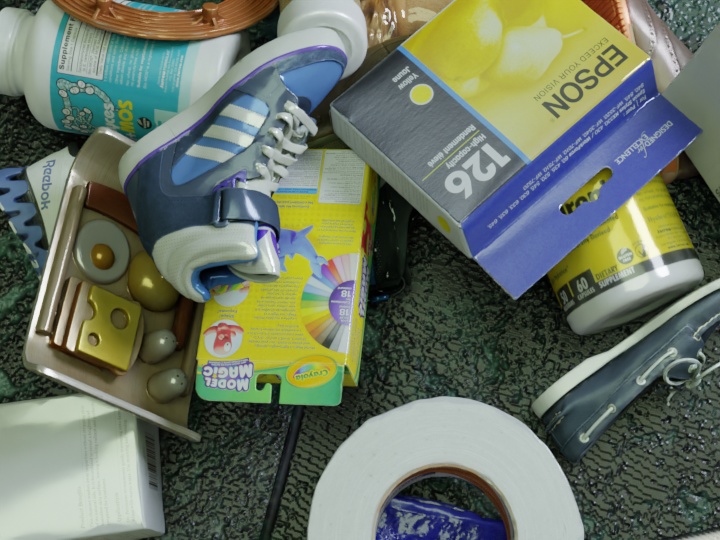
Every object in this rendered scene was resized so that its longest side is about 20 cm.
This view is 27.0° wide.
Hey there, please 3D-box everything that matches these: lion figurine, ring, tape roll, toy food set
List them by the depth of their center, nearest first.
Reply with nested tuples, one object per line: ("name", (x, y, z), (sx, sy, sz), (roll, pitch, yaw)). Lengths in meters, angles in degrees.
("tape roll", (0.060, 0.196, 1.083), (0.197, 0.066, 0.203), (0, 77, 1))
("toy food set", (-0.160, 0.011, 1.118), (0.143, 0.060, 0.202), (27, 58, -31))
("ring", (-0.157, -0.244, 1.202), (0.197, 0.019, 0.202), (4, 39, -3))
("lion figurine", (0.067, -0.203, 1.209), (0.197, 0.073, 0.124), (2, 63, 12))

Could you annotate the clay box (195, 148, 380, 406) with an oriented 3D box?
("clay box", (-0.052, 0.008, 1.108), (0.113, 0.048, 0.203), (2, 67, 13))

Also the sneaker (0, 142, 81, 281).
("sneaker", (-0.202, -0.025, 1.186), (0.114, 0.081, 0.201), (-32, 76, -2))

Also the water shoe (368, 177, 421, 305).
("water shoe", (0.000, 0.000, 1.172), (0.078, 0.072, 0.201), (30, 82, 5))

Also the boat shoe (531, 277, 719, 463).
("boat shoe", (0.225, 0.070, 1.140), (0.199, 0.075, 0.062), (-34, 76, -3))

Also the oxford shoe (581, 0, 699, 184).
("oxford shoe", (0.232, -0.167, 1.204), (0.072, 0.071, 0.203), (-13, 83, -17))

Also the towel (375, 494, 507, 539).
("towel", (0.027, 0.270, 1.121), (0.146, 0.050, 0.203), (8, 78, 6))

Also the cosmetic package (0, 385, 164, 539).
("cosmetic package", (-0.256, 0.160, 1.150), (0.197, 0.081, 0.114), (-7, 77, 3))

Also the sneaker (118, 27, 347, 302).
("sneaker", (-0.068, -0.064, 1.069), (0.199, 0.081, 0.147), (-33, 65, 4))

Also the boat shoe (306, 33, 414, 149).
("boat shoe", (0.011, -0.130, 1.175), (0.197, 0.065, 0.074), (-14, 70, 1))

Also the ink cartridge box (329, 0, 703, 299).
("ink cartridge box", (0.112, -0.112, 1.092), (0.197, 0.047, 0.200), (-40, 63, -14))

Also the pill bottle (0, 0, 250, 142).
("pill bottle", (-0.193, -0.160, 1.201), (0.197, 0.111, 0.112), (10, 78, 7))

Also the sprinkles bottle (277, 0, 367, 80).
("sprinkles bottle", (-0.033, -0.234, 1.179), (0.067, 0.069, 0.202), (-7, 45, 2))

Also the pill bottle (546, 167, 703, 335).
("pill bottle", (0.175, -0.062, 1.154), (0.110, 0.111, 0.202), (-22, 76, -1))

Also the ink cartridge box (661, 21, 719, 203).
("ink cartridge box", (0.355, -0.138, 1.113), (0.199, 0.147, 0.147), (-28, 77, -22))
